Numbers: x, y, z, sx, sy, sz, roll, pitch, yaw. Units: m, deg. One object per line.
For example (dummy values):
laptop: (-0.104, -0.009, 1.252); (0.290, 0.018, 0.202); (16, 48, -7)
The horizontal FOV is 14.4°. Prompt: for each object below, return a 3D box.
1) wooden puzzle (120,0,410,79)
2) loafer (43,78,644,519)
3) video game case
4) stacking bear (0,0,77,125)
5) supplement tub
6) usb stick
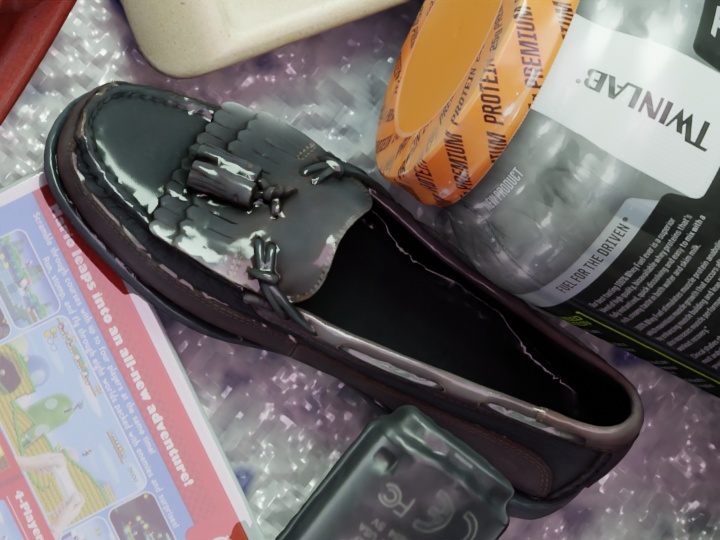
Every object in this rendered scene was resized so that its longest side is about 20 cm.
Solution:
wooden puzzle: (-0.003, -0.175, 0.881); (0.199, 0.046, 0.186); (-21, 92, -7)
loafer: (0.000, 0.000, 0.856); (0.200, 0.063, 0.072); (35, 61, -11)
video game case: (-0.143, 0.072, 0.853); (0.199, 0.017, 0.144); (-26, 93, -11)
stacking bear: (-0.192, -0.099, 0.807); (0.199, 0.121, 0.114); (32, 106, 1)
supplement tub: (0.112, -0.027, 0.847); (0.199, 0.122, 0.123); (26, 83, -17)
usb stick: (-0.032, 0.129, 0.845); (0.055, 0.033, 0.200); (37, 94, -13)
